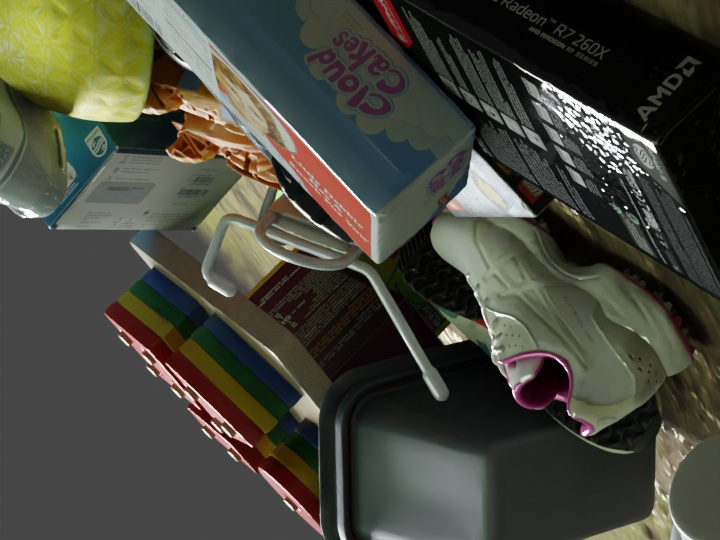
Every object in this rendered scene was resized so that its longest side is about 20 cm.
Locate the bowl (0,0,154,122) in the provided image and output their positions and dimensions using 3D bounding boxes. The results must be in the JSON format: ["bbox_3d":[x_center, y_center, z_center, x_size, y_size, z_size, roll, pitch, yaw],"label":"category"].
[{"bbox_3d":[-0.196,-0.181,1.239,0.200,0.107,0.201,172,90,-71],"label":"bowl"}]

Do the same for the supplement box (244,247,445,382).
[{"bbox_3d":[-0.006,0.065,1.532,0.110,0.086,0.200,50,169,-25],"label":"supplement box"}]

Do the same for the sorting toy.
[{"bbox_3d":[-0.073,0.088,1.439,0.199,0.070,0.200,34,165,49],"label":"sorting toy"}]

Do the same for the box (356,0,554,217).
[{"bbox_3d":[0.018,-0.111,1.130,0.200,0.040,0.137,47,171,-11],"label":"box"}]

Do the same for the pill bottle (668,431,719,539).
[{"bbox_3d":[0.243,0.174,1.184,0.109,0.109,0.200,34,166,47],"label":"pill bottle"}]

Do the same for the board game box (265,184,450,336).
[{"bbox_3d":[-0.012,-0.043,1.506,0.200,0.048,0.102,50,169,-27],"label":"board game box"}]

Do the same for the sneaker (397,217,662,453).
[{"bbox_3d":[0.115,0.038,1.320,0.200,0.070,0.093,40,-174,19],"label":"sneaker"}]

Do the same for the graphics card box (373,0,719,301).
[{"bbox_3d":[0.096,-0.074,0.940,0.200,0.051,0.126,37,167,43],"label":"graphics card box"}]

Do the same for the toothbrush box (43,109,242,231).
[{"bbox_3d":[-0.183,-0.128,1.429,0.146,0.085,0.200,1,-130,-53],"label":"toothbrush box"}]

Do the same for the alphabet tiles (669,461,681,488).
[{"bbox_3d":[0.287,0.201,1.392,0.200,0.015,0.196,49,169,-25],"label":"alphabet tiles"}]

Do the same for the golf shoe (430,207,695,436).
[{"bbox_3d":[0.096,0.023,1.209,0.200,0.092,0.075,32,167,45],"label":"golf shoe"}]

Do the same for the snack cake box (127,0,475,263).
[{"bbox_3d":[-0.035,-0.105,1.039,0.200,0.067,0.115,47,171,8],"label":"snack cake box"}]

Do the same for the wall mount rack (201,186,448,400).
[{"bbox_3d":[0.000,0.000,1.354,0.173,0.075,0.200,23,-158,8],"label":"wall mount rack"}]

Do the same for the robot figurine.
[{"bbox_3d":[-0.035,-0.079,1.282,0.199,0.058,0.145,20,165,22],"label":"robot figurine"}]

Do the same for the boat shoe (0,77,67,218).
[{"bbox_3d":[-0.221,-0.084,1.305,0.071,0.070,0.201,37,-170,-28],"label":"boat shoe"}]

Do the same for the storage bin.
[{"bbox_3d":[0.091,0.132,1.359,0.134,0.200,0.146,13,108,48],"label":"storage bin"}]

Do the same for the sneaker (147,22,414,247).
[{"bbox_3d":[-0.033,-0.093,1.141,0.200,0.075,0.079,50,-175,9],"label":"sneaker"}]
